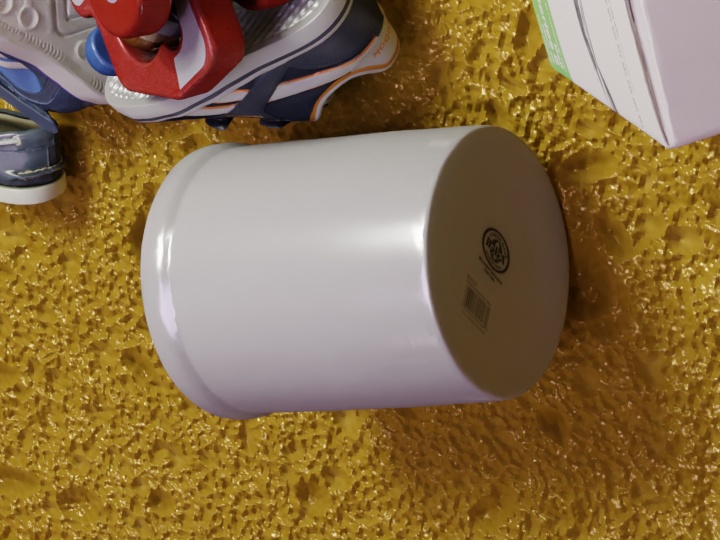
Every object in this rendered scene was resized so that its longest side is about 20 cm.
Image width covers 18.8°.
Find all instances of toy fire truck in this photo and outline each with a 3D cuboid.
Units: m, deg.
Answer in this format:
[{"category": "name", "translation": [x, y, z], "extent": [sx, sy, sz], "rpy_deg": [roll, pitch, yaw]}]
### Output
[{"category": "toy fire truck", "translation": [-0.131, -0.192, 1.272], "extent": [0.168, 0.112, 0.201], "rpy_deg": [-33, 77, 59]}]

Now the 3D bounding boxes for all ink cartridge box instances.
[{"category": "ink cartridge box", "translation": [0.172, -0.136, 1.040], "extent": [0.145, 0.200, 0.084], "rpy_deg": [-19, 109, -4]}]

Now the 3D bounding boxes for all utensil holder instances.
[{"category": "utensil holder", "translation": [0.000, 0.000, 1.285], "extent": [0.199, 0.170, 0.171], "rpy_deg": [-5, 107, 35]}]

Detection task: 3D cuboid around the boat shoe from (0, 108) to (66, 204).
[{"category": "boat shoe", "translation": [-0.293, -0.099, 1.515], "extent": [0.199, 0.075, 0.062], "rpy_deg": [19, 122, 28]}]

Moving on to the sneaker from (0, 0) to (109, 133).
[{"category": "sneaker", "translation": [-0.243, -0.169, 1.395], "extent": [0.146, 0.081, 0.200], "rpy_deg": [5, 152, 47]}]

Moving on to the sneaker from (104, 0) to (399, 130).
[{"category": "sneaker", "translation": [-0.066, -0.122, 1.319], "extent": [0.200, 0.079, 0.079], "rpy_deg": [-13, 145, 40]}]
